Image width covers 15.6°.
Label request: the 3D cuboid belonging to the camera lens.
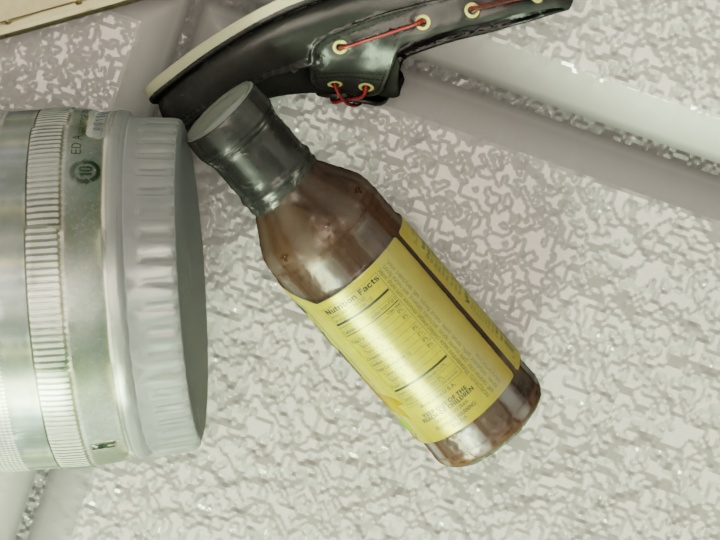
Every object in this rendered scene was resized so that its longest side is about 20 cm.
[{"bbox_3d":[-0.173,0.010,1.171,0.199,0.160,0.161,-4,94,1],"label":"camera lens"}]

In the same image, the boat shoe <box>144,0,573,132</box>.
[{"bbox_3d":[-0.001,-0.106,1.202,0.200,0.074,0.063,-24,90,1],"label":"boat shoe"}]

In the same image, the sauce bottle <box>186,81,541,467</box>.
[{"bbox_3d":[0.000,0.000,1.194,0.065,0.065,0.200,-39,106,3],"label":"sauce bottle"}]

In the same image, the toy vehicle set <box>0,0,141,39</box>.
[{"bbox_3d":[-0.164,-0.213,1.222,0.123,0.027,0.201,-14,93,2],"label":"toy vehicle set"}]
